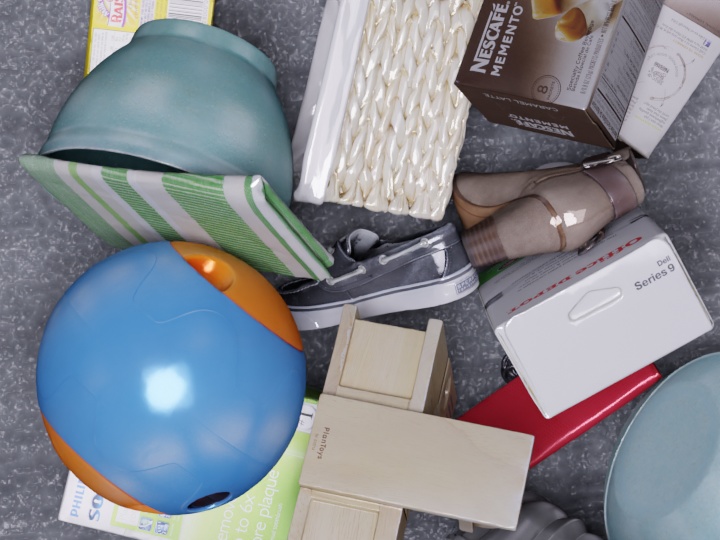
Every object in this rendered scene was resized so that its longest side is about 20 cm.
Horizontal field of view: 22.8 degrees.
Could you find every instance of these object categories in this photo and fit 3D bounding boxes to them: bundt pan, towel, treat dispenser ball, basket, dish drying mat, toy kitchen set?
[{"bbox_3d":[0.169,0.251,1.437,0.202,0.202,0.076,42,80,-5],"label":"bundt pan"},{"bbox_3d":[-0.132,-0.042,1.319,0.198,0.153,0.024,8,70,26],"label":"towel"},{"bbox_3d":[-0.139,0.079,1.316,0.199,0.201,0.203,0,94,-3],"label":"treat dispenser ball"},{"bbox_3d":[0.021,-0.141,1.426,0.122,0.136,0.202,14,93,-8],"label":"basket"},{"bbox_3d":[0.148,0.116,1.461,0.199,0.018,0.077,-36,51,10],"label":"dish drying mat"},{"bbox_3d":[0.052,0.161,1.376,0.162,0.181,0.202,10,69,11],"label":"toy kitchen set"}]

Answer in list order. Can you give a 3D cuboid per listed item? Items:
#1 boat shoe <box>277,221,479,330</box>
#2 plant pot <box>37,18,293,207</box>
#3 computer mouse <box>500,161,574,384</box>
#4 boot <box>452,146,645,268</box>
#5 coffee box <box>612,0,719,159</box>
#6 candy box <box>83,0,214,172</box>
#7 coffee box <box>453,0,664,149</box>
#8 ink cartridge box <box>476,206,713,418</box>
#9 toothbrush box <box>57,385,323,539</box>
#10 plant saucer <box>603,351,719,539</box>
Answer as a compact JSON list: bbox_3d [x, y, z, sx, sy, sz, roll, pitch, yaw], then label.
[{"bbox_3d":[0.000,0.000,1.426,0.199,0.072,0.068,-10,107,39],"label":"boat shoe"},{"bbox_3d":[-0.136,-0.108,1.376,0.199,0.200,0.135,18,72,-4],"label":"plant pot"},{"bbox_3d":[0.170,0.008,1.492,0.109,0.044,0.202,-2,100,1],"label":"computer mouse"},{"bbox_3d":[0.147,-0.057,1.388,0.145,0.200,0.071,-22,109,7],"label":"boot"},{"bbox_3d":[0.247,-0.193,1.444,0.080,0.113,0.201,34,91,-5],"label":"coffee box"},{"bbox_3d":[-0.175,-0.169,1.464,0.101,0.026,0.202,7,95,-3],"label":"candy box"},{"bbox_3d":[0.164,-0.208,1.363,0.114,0.080,0.201,15,79,29],"label":"coffee box"},{"bbox_3d":[0.173,0.023,1.370,0.145,0.200,0.084,-30,100,6],"label":"ink cartridge box"},{"bbox_3d":[-0.132,0.151,1.462,0.198,0.086,0.147,15,93,-3],"label":"toothbrush box"},{"bbox_3d":[0.263,0.155,1.476,0.200,0.039,0.203,-17,119,-32],"label":"plant saucer"}]
